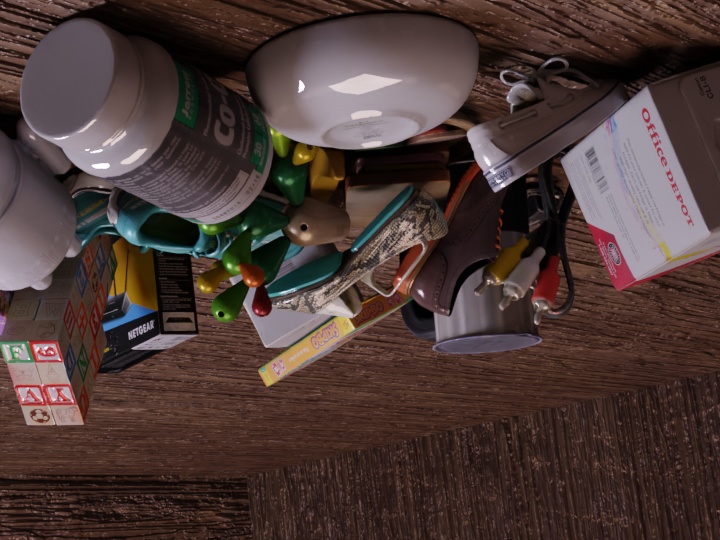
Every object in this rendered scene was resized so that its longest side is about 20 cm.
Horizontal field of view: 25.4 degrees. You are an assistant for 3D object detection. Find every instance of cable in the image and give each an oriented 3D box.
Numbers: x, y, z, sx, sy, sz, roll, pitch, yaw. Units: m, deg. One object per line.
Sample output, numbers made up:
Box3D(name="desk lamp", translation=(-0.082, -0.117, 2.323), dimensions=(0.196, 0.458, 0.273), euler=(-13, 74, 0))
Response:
Box3D(name="cable", translation=(0.193, -0.035, 1.596), dimensions=(0.096, 0.201, 0.050), euler=(27, 162, 2))

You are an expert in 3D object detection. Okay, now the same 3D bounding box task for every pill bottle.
Box3D(name="pill bottle", translation=(-0.165, -0.115, 1.250), dimensions=(0.112, 0.114, 0.200), euler=(-13, 159, 27))

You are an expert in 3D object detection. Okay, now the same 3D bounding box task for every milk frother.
Box3D(name="milk frother", translation=(0.152, -0.009, 1.706), dimensions=(0.198, 0.190, 0.180), euler=(1, 169, -22))

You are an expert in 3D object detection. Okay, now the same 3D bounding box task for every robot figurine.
Box3D(name="robot figurine", translation=(-0.323, -0.057, 1.388), dimensions=(0.113, 0.170, 0.200), euler=(35, 174, 33))

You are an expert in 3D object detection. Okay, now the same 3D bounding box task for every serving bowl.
Box3D(name="serving bowl", translation=(0.004, -0.145, 1.332), dimensions=(0.198, 0.066, 0.200), euler=(-6, 168, -1))

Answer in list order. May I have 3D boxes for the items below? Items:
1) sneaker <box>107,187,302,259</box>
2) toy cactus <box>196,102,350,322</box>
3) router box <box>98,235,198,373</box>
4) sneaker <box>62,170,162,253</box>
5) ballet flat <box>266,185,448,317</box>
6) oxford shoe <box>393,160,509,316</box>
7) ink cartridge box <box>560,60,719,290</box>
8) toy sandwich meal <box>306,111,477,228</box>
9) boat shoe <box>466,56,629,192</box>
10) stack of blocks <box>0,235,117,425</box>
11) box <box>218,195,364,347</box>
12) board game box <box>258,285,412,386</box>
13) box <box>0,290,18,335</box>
Box3D(name="sneaker", translation=(-0.141, -0.036, 1.510), dimensions=(0.198, 0.078, 0.080), euler=(6, -156, -24))
Box3D(name="toy cactus", translation=(-0.072, -0.047, 1.444), dimensions=(0.164, 0.202, 0.102), euler=(2, -170, -44))
Box3D(name="router box", translation=(-0.245, 0.019, 1.715), dimensions=(0.051, 0.151, 0.199), euler=(2, 164, -34))
Box3D(name="sneaker", translation=(-0.198, -0.055, 1.578), dimensions=(0.198, 0.080, 0.077), euler=(-4, 168, -17))
Box3D(name="ballet flat", translation=(0.000, 0.000, 1.526), dimensions=(0.199, 0.075, 0.068), euler=(-35, -166, 18))
Box3D(name="oxford shoe", translation=(0.117, -0.046, 1.561), dimensions=(0.072, 0.201, 0.071), euler=(35, -179, 15))
Box3D(name="ink cartridge box", translation=(0.307, -0.091, 1.479), dimensions=(0.144, 0.146, 0.200), euler=(-19, 172, -19))
Box3D(name="toy sandwich meal", translation=(0.028, -0.097, 1.535), dimensions=(0.203, 0.071, 0.205), euler=(-6, 167, -1))
Box3D(name="boat shoe", translation=(0.157, -0.145, 1.403), dimensions=(0.201, 0.087, 0.074), euler=(-34, -178, -39))
Box3D(name="stack of blocks", translation=(-0.292, 0.040, 1.579), dimensions=(0.058, 0.201, 0.116), euler=(-1, 133, 8))
Box3D(name="box", translation=(-0.072, 0.004, 1.675), dimensions=(0.097, 0.125, 0.200), euler=(-30, 174, 4))
Box3D(name="board game box", translation=(-0.023, 0.064, 1.693), dimensions=(0.095, 0.030, 0.200), euler=(-27, 172, -40))
Box3D(name="box", translation=(-0.347, -0.010, 1.566), dimensions=(0.039, 0.138, 0.200), euler=(-4, 168, 7))
